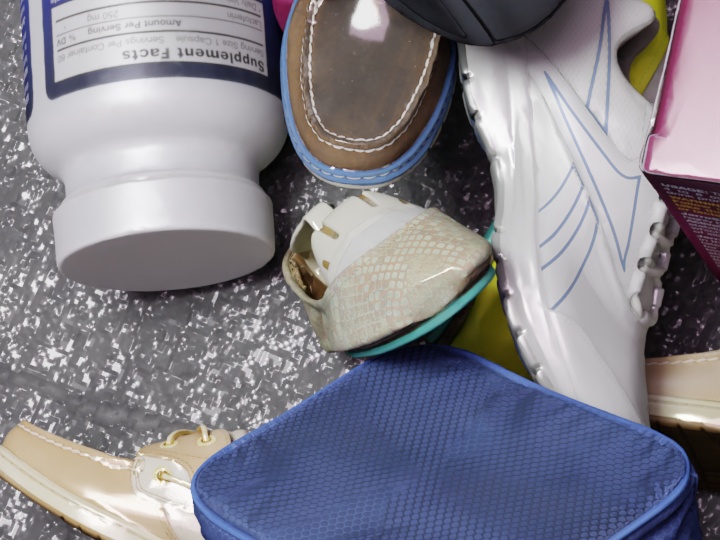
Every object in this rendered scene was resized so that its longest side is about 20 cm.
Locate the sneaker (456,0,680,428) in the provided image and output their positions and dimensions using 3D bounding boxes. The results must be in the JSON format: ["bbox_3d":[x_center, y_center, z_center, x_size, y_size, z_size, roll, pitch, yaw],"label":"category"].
[{"bbox_3d":[0.093,-0.022,1.020,0.087,0.075,0.200,-12,75,9],"label":"sneaker"}]

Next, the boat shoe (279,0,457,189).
[{"bbox_3d":[0.006,-0.130,1.048,0.072,0.072,0.200,5,62,5],"label":"boat shoe"}]

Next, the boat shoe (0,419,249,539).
[{"bbox_3d":[-0.060,0.101,1.106,0.200,0.074,0.069,23,81,12],"label":"boat shoe"}]

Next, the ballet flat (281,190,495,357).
[{"bbox_3d":[0.000,0.000,1.043,0.067,0.200,0.062,-39,93,-13],"label":"ballet flat"}]

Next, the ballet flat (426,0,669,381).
[{"bbox_3d":[0.097,-0.040,1.100,0.067,0.067,0.200,25,88,0],"label":"ballet flat"}]

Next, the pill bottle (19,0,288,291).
[{"bbox_3d":[-0.091,-0.099,1.138,0.116,0.116,0.200,-8,74,15],"label":"pill bottle"}]

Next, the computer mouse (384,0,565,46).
[{"bbox_3d":[-0.022,-0.146,0.991,0.140,0.046,0.200,-39,70,-14],"label":"computer mouse"}]

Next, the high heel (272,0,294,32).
[{"bbox_3d":[0.040,-0.170,1.125,0.200,0.096,0.067,-43,68,4],"label":"high heel"}]

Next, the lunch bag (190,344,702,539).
[{"bbox_3d":[0.034,0.126,0.971,0.136,0.132,0.200,-30,32,-27],"label":"lunch bag"}]

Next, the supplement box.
[{"bbox_3d":[0.184,-0.065,0.998,0.103,0.200,0.131,10,81,19],"label":"supplement box"}]

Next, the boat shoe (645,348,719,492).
[{"bbox_3d":[0.178,0.049,1.045,0.200,0.072,0.065,1,64,19],"label":"boat shoe"}]
